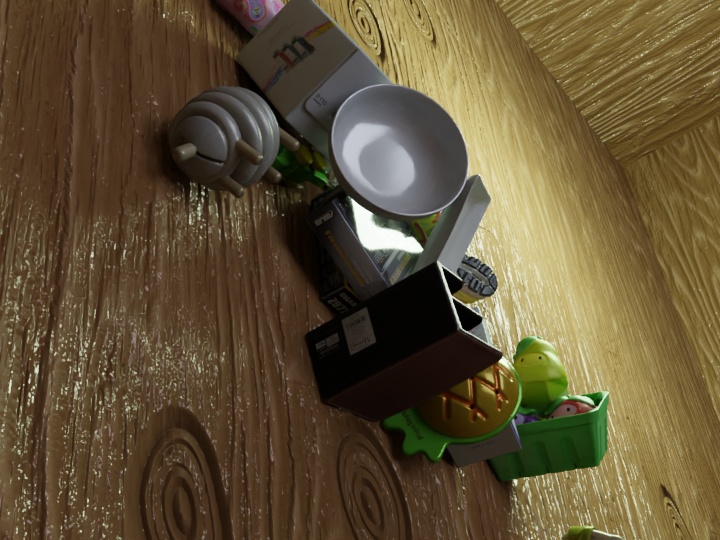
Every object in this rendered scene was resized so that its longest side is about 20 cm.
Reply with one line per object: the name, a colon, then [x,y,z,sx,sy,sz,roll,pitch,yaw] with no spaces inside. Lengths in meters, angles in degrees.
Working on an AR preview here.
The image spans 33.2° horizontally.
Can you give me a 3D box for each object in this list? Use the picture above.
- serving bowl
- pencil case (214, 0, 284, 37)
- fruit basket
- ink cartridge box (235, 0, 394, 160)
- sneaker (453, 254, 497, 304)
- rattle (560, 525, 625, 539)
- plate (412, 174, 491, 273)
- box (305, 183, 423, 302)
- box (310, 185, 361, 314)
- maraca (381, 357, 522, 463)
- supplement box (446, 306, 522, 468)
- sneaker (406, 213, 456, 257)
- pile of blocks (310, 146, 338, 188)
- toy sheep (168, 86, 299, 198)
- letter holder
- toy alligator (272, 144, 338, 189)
serving bowl: [0.044,-0.152,1.648,0.200,0.066,0.200,8,66,-19]
pencil case: [-0.138,-0.384,1.852,0.200,0.087,0.087,43,27,-36]
fruit basket: [0.278,0.206,1.872,0.216,0.215,0.155,61,21,3]
ink cartridge box: [-0.055,-0.273,1.740,0.145,0.145,0.200,39,11,-45]
sneaker: [0.121,-0.008,1.965,0.200,0.090,0.078,40,57,-4]
rattle: [0.373,0.500,1.902,0.200,0.130,0.143,76,15,-49]
plate: [0.124,-0.037,1.735,0.032,0.200,0.200,26,-1,12]
box: [0.011,-0.047,1.676,0.158,0.048,0.200,57,23,-10]
box: [0.000,0.000,1.724,0.160,0.049,0.200,45,26,-39]
maraca: [0.124,0.176,1.615,0.137,0.200,0.107,50,-23,27]
supplement box: [0.156,0.168,1.755,0.103,0.101,0.200,62,13,-51]
sneaker: [0.108,-0.056,1.834,0.078,0.090,0.200,-62,165,-45]
pile of blocks: [-0.014,-0.118,1.849,0.200,0.082,0.062,40,71,-24]
toy sheep: [-0.161,-0.156,1.451,0.138,0.138,0.200,61,26,1]
letter holder: [0.059,0.097,1.522,0.142,0.200,0.101,31,35,-52]
toy alligator: [-0.080,-0.152,1.718,0.200,0.059,0.054,15,50,-62]
